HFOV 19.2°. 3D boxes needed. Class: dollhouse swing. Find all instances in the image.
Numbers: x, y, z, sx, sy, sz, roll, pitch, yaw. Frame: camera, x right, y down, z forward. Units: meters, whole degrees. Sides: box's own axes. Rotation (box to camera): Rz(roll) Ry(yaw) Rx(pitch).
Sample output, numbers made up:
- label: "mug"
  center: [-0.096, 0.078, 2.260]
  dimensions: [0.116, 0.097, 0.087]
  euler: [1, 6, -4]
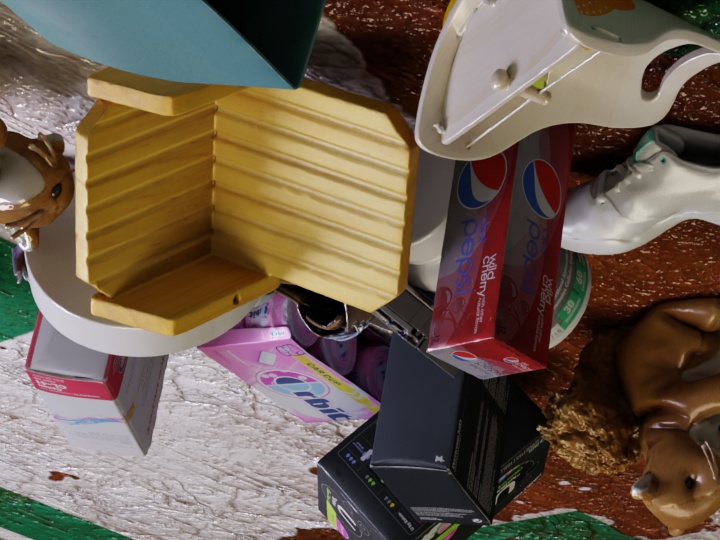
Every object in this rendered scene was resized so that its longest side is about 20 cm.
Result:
- label: "dollhouse swing"
  center: [-0.083, -0.043, 1.542]
  dimensions: [0.175, 0.181, 0.202]
  euler: [31, 130, 34]

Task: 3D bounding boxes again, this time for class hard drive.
- label: "hard drive"
  center: [0.000, 0.000, 1.733]
  dimensions: [0.139, 0.038, 0.200]
  euler: [38, -177, -37]

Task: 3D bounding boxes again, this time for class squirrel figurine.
- label: "squirrel figurine"
  center: [0.265, 0.140, 1.896]
  dimensions: [0.198, 0.188, 0.142]
  euler: [-3, 153, 28]
- label: "squirrel figurine"
  center: [-0.321, -0.085, 1.639]
  dimensions: [0.185, 0.143, 0.199]
  euler: [13, 172, -33]

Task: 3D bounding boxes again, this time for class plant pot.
- label: "plant pot"
  center: [-0.136, -0.209, 1.357]
  dimensions: [0.199, 0.143, 0.141]
  euler: [3, 156, 34]

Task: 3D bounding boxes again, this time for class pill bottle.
- label: "pill bottle"
  center: [0.093, -0.019, 1.705]
  dimensions: [0.112, 0.114, 0.200]
  euler: [-7, 152, 34]

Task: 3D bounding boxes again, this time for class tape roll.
- label: "tape roll"
  center: [-0.169, -0.018, 1.708]
  dimensions: [0.201, 0.204, 0.037]
  euler: [6, 138, 8]

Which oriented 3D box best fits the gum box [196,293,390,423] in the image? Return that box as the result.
- label: "gum box"
  center: [-0.056, 0.077, 2.036]
  dimensions: [0.113, 0.067, 0.200]
  euler: [-6, 151, 34]

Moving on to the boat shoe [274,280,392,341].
- label: "boat shoe"
  center: [-0.023, 0.023, 1.895]
  dimensions: [0.072, 0.073, 0.199]
  euler: [-15, 146, 43]

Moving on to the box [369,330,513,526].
- label: "box"
  center: [0.078, 0.106, 1.881]
  dimensions: [0.078, 0.202, 0.141]
  euler: [2, 155, 19]

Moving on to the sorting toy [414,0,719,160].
- label: "sorting toy"
  center: [0.161, -0.144, 1.432]
  dimensions: [0.179, 0.108, 0.200]
  euler: [13, 157, -25]

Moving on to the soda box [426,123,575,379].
- label: "soda box"
  center: [0.106, -0.025, 1.576]
  dimensions: [0.070, 0.202, 0.063]
  euler: [-13, 149, 43]

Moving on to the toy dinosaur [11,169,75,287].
- label: "toy dinosaur"
  center: [-0.219, -0.052, 1.801]
  dimensions: [0.180, 0.106, 0.200]
  euler: [-26, 129, 23]

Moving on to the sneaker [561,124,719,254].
- label: "sneaker"
  center: [0.221, -0.072, 1.609]
  dimensions: [0.198, 0.076, 0.089]
  euler: [-11, 136, 29]

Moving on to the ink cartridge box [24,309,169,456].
- label: "ink cartridge box"
  center: [-0.241, 0.071, 1.998]
  dimensions: [0.085, 0.149, 0.200]
  euler: [7, 155, 7]

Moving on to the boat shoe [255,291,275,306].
- label: "boat shoe"
  center: [-0.138, 0.012, 1.830]
  dimensions: [0.067, 0.074, 0.200]
  euler: [-33, 171, 23]

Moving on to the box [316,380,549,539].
- label: "box"
  center: [0.070, 0.189, 2.038]
  dimensions: [0.124, 0.200, 0.149]
  euler: [46, 164, 18]
